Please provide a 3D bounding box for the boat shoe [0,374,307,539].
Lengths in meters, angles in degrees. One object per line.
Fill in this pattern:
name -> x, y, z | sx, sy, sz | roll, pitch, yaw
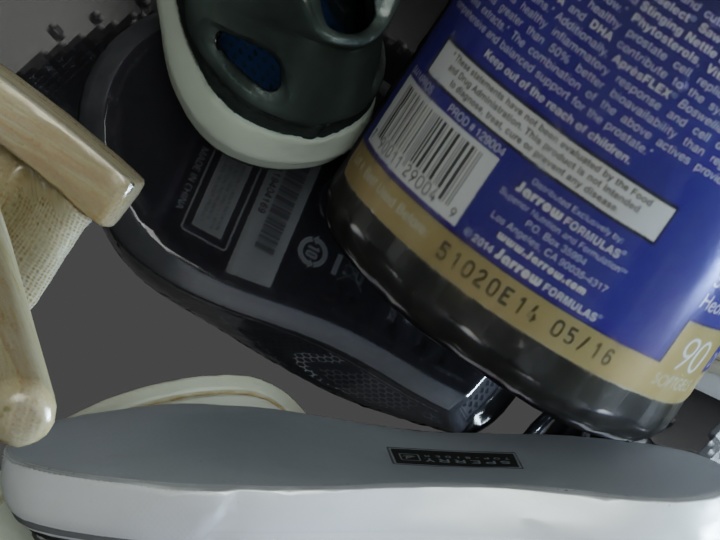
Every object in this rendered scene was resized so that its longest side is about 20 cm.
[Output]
boat shoe -> -0.091, 0.101, 0.778 | 0.075, 0.062, 0.200 | 44, 59, 7

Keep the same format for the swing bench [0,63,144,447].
swing bench -> -0.165, 0.037, 0.629 | 0.130, 0.200, 0.199 | 37, 102, -9

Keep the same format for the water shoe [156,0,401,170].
water shoe -> -0.034, -0.124, 0.768 | 0.071, 0.079, 0.200 | -8, 59, -29

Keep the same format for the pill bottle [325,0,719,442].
pill bottle -> 0.086, -0.066, 0.717 | 0.112, 0.112, 0.200 | 33, 103, -5

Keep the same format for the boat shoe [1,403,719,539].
boat shoe -> 0.002, 0.079, 0.752 | 0.199, 0.070, 0.067 | 3, 105, -6

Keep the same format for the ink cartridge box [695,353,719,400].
ink cartridge box -> 0.181, -0.040, 0.809 | 0.145, 0.085, 0.201 | 25, 83, -23

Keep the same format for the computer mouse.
computer mouse -> 0.000, 0.000, 0.810 | 0.200, 0.053, 0.139 | 33, 70, -14
